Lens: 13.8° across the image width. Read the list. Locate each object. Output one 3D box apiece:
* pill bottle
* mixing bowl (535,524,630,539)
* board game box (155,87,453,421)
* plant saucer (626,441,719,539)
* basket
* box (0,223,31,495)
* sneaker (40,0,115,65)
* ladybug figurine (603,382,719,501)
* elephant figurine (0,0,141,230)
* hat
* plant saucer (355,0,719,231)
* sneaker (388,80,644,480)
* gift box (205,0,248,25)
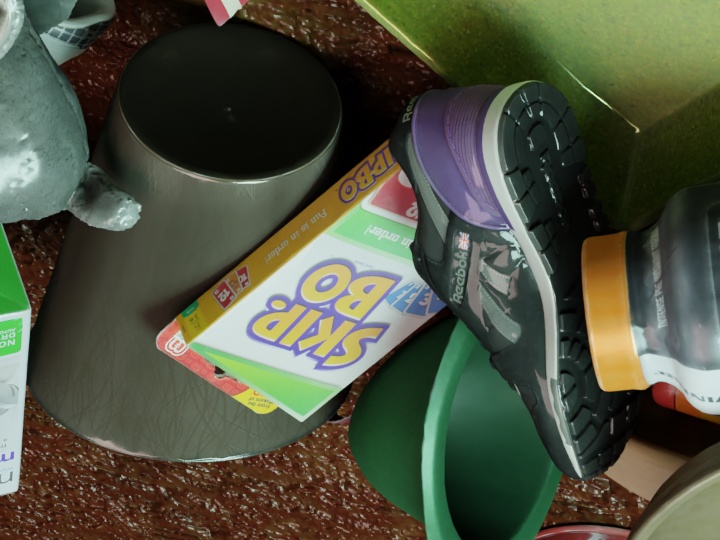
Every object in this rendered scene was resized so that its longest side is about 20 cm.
[{"bbox_3d":[0.200,0.008,1.327,0.199,0.106,0.106,-8,134,11],"label":"pill bottle"},{"bbox_3d":[0.151,0.252,1.704,0.200,0.108,0.200,19,143,15],"label":"mixing bowl"},{"bbox_3d":[0.000,0.000,1.464,0.200,0.030,0.095,-38,135,17],"label":"board game box"},{"bbox_3d":[0.216,0.118,1.375,0.200,0.030,0.200,-6,145,-4],"label":"plant saucer"},{"bbox_3d":[-0.079,-0.017,1.523,0.180,0.136,0.200,-2,138,-12],"label":"basket"},{"bbox_3d":[-0.249,0.003,1.610,0.096,0.200,0.177,-12,147,-18],"label":"box"},{"bbox_3d":[-0.207,-0.181,1.484,0.080,0.076,0.200,-23,123,33],"label":"sneaker"},{"bbox_3d":[0.183,0.056,1.447,0.200,0.136,0.072,22,180,23],"label":"ladybug figurine"},{"bbox_3d":[-0.199,-0.126,1.414,0.141,0.155,0.201,36,128,56],"label":"elephant figurine"},{"bbox_3d":[0.004,0.069,1.547,0.176,0.166,0.200,13,135,28],"label":"hat"},{"bbox_3d":[0.114,-0.127,1.330,0.200,0.048,0.200,41,143,-13],"label":"plant saucer"},{"bbox_3d":[0.072,0.003,1.401,0.087,0.076,0.200,1,116,40],"label":"sneaker"},{"bbox_3d":[-0.073,-0.229,1.222,0.184,0.187,0.200,36,143,-7],"label":"gift box"}]
